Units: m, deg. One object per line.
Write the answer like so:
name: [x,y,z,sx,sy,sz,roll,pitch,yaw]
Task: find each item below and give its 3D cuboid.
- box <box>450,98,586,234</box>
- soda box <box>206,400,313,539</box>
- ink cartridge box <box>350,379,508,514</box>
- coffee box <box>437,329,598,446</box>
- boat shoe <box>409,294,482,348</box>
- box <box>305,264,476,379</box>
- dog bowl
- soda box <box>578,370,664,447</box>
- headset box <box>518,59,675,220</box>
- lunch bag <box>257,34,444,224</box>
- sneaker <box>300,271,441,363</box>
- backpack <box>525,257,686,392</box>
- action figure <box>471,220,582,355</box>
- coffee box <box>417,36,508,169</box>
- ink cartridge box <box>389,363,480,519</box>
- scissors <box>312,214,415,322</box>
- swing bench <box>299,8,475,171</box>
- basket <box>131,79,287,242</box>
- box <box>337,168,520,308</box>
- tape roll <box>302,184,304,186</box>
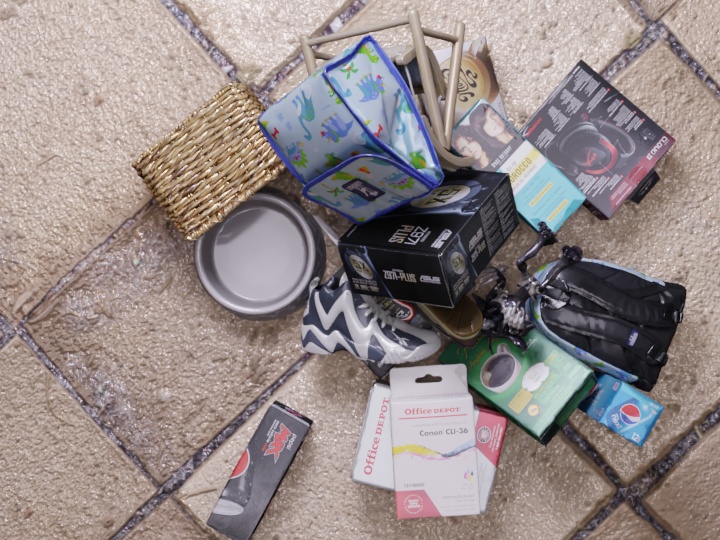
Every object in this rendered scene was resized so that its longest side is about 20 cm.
box: [0.211,-0.140,1.617,0.200,0.049,0.082,43,93,-3]
soda box: [-0.146,0.293,1.703,0.071,0.063,0.201,28,91,2]
ink cartridge box: [0.098,0.250,1.683,0.199,0.083,0.146,14,91,2]
coffee box: [0.219,0.140,1.643,0.200,0.044,0.123,35,82,34]
boat shoe: [0.095,0.033,1.624,0.073,0.065,0.200,-25,54,-18]
box: [0.045,0.034,1.703,0.160,0.049,0.200,45,92,4]
dog bowl: [-0.150,-0.024,1.706,0.199,0.059,0.201,0,91,3]
soda box: [0.354,0.187,1.614,0.068,0.200,0.064,31,91,2]
headset box: [0.339,-0.178,1.677,0.200,0.075,0.149,40,92,2]
lunch bag: [-0.007,-0.159,1.463,0.200,0.170,0.127,52,53,-11]
sneaker: [0.014,0.053,1.630,0.198,0.079,0.130,6,107,18]
backpack: [0.331,0.061,1.654,0.199,0.154,0.164,19,88,-18]
action figure: [0.206,0.031,1.582,0.119,0.102,0.200,49,117,31]
coffee box: [0.150,-0.219,1.682,0.113,0.080,0.201,-15,90,0]
ink cartridge box: [0.099,0.233,1.607,0.116,0.067,0.201,-4,90,1]
scissors: [0.000,0.000,1.675,0.200,0.014,0.073,32,93,1]
swing bench: [0.035,-0.226,1.571,0.198,0.130,0.201,-4,88,39]
basket: [-0.195,-0.146,1.663,0.200,0.143,0.149,-39,84,5]
box: [0.093,-0.050,1.565,0.163,0.200,0.086,9,130,35]
tape roll: [-0.011,-0.192,1.705,0.199,0.048,0.201,0,90,3]
